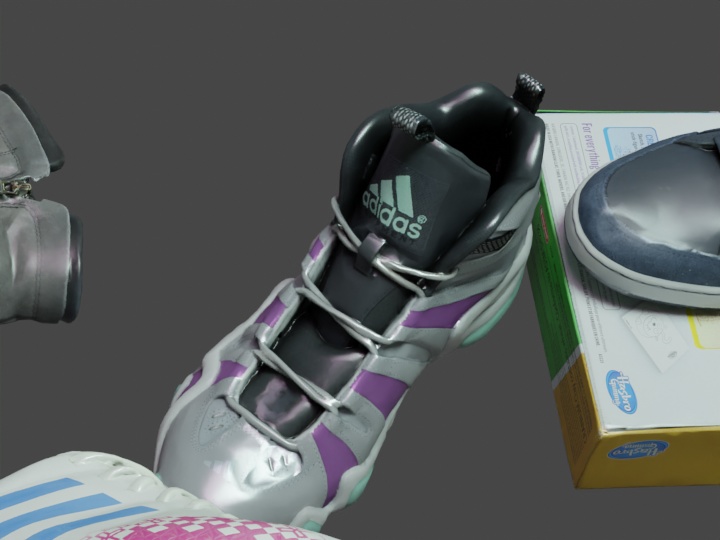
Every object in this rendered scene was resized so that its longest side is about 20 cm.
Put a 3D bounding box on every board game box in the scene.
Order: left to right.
[{"bbox_3d":[0.168,0.008,0.903,0.200,0.040,0.153,0,53,-11],"label":"board game box"}]

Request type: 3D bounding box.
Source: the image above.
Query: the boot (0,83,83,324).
[{"bbox_3d":[-0.189,-0.050,0.870,0.132,0.070,0.200,-16,69,-25],"label":"boot"}]

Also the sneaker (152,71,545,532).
[{"bbox_3d":[0.000,0.000,0.812,0.078,0.140,0.200,31,53,12],"label":"sneaker"}]

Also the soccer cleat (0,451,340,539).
[{"bbox_3d":[-0.071,0.088,0.738,0.200,0.070,0.086,-4,43,23],"label":"soccer cleat"}]

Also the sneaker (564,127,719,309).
[{"bbox_3d":[0.179,-0.058,0.839,0.202,0.146,0.077,-8,57,-15],"label":"sneaker"}]
